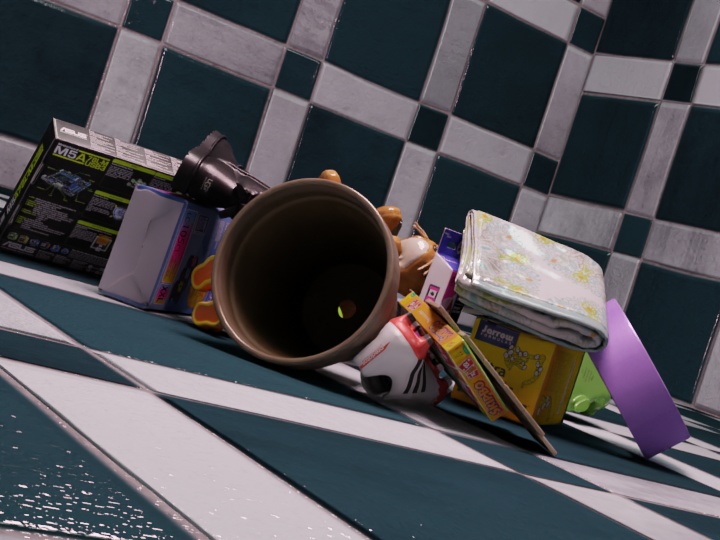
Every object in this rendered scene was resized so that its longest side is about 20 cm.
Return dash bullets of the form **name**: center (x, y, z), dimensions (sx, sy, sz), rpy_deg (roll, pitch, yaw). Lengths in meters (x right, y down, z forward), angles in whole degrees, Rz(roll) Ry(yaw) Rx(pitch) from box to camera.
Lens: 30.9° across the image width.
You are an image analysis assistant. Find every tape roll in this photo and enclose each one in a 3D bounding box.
- **tape roll**: center (0.344, 0.138, 1.663), dimensions (0.200, 0.066, 0.200), rpy_deg (60, 7, -12)

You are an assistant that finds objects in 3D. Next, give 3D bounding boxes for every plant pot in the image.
- **plant pot**: center (-0.038, 0.021, 1.411), dimensions (0.200, 0.200, 0.174), rpy_deg (18, -9, 22)

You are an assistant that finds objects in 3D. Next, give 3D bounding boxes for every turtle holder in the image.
- **turtle holder**: center (0.290, 0.141, 1.922), dimensions (0.185, 0.141, 0.132), rpy_deg (7, -10, -32)

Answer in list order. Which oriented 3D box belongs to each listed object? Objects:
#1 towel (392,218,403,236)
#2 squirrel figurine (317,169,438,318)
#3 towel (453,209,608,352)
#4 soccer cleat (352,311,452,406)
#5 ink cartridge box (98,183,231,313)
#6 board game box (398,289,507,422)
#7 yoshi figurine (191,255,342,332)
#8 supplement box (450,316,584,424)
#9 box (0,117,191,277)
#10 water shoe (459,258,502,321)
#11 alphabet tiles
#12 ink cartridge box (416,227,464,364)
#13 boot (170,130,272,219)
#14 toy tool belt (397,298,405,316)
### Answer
- **towel**: center (-0.036, -0.035, 1.758), dimensions (0.146, 0.022, 0.200), rpy_deg (20, -36, -3)
- **squirrel figurine**: center (0.000, 0.000, 1.658), dimensions (0.186, 0.200, 0.142), rpy_deg (15, 40, -32)
- **towel**: center (0.213, 0.010, 1.610), dimensions (0.200, 0.048, 0.171), rpy_deg (23, 35, -7)
- **soccer cleat**: center (0.043, 0.108, 1.382), dimensions (0.069, 0.085, 0.200), rpy_deg (54, -4, 23)
- **ink cartridge box**: center (-0.220, -0.021, 1.579), dimensions (0.076, 0.137, 0.200), rpy_deg (21, 2, 16)
- **board game box**: center (0.095, 0.086, 1.401), dimensions (0.096, 0.030, 0.200), rpy_deg (57, -1, -20)
- **yoshi figurine**: center (-0.097, 0.044, 1.529), dimensions (0.200, 0.113, 0.112), rpy_deg (20, 15, -46)
- **supplement box**: center (0.207, 0.132, 1.676), dimensions (0.109, 0.110, 0.200), rpy_deg (18, 0, 21)
- **box**: center (-0.332, -0.081, 1.638), dimensions (0.200, 0.193, 0.048), rpy_deg (16, 34, -30)
- **water shoe**: center (0.187, 0.043, 1.751), dimensions (0.200, 0.072, 0.079), rpy_deg (18, -15, 32)
- **alphabet tiles**: center (0.139, 0.112, 1.397), dimensions (0.200, 0.006, 0.166), rpy_deg (51, -1, -4)
- **ink cartridge box**: center (0.098, 0.049, 1.646), dimensions (0.037, 0.200, 0.095), rpy_deg (19, 2, 22)
- **boot**: center (-0.133, -0.090, 1.550), dimensions (0.162, 0.073, 0.198), rpy_deg (30, 13, -4)
- **toy tool belt**: center (0.053, 0.070, 1.771), dimensions (0.125, 0.123, 0.200), rpy_deg (14, 0, 17)
